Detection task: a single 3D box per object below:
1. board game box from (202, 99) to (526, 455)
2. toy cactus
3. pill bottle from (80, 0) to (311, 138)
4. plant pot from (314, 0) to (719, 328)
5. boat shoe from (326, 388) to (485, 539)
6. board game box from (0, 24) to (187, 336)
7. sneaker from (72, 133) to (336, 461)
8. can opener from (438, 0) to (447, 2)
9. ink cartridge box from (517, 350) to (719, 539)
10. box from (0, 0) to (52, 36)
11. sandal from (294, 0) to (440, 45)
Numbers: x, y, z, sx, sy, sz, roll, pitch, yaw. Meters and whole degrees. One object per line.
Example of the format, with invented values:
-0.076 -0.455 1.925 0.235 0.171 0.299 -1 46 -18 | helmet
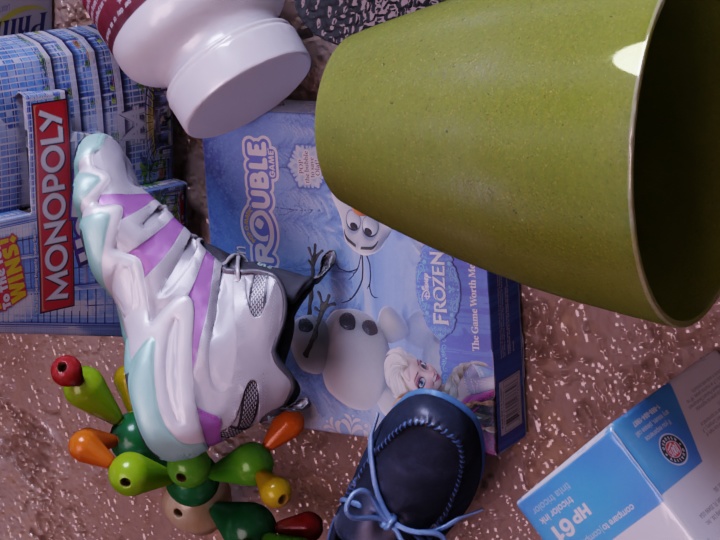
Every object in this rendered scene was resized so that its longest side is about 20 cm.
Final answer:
0.000 0.000 1.274 0.198 0.043 0.202 5 107 32 | board game box
-0.103 0.125 1.328 0.199 0.165 0.103 27 73 8 | toy cactus
-0.115 -0.183 1.239 0.113 0.113 0.201 -40 74 34 | pill bottle
0.084 -0.073 1.105 0.199 0.187 0.189 6 107 29 | plant pot
0.023 0.153 1.260 0.084 0.069 0.201 26 137 10 | boat shoe
-0.201 -0.040 1.293 0.061 0.199 0.202 19 115 45 | board game box
-0.084 0.000 1.246 0.139 0.078 0.201 -18 82 -1 | sneaker
0.084 -0.236 1.116 0.066 0.053 0.202 18 104 19 | can opener
0.198 0.162 1.131 0.200 0.144 0.085 52 124 9 | ink cartridge box
-0.301 -0.216 1.367 0.183 0.105 0.202 14 112 30 | box
0.052 -0.188 1.189 0.200 0.048 0.076 -31 85 23 | sandal
